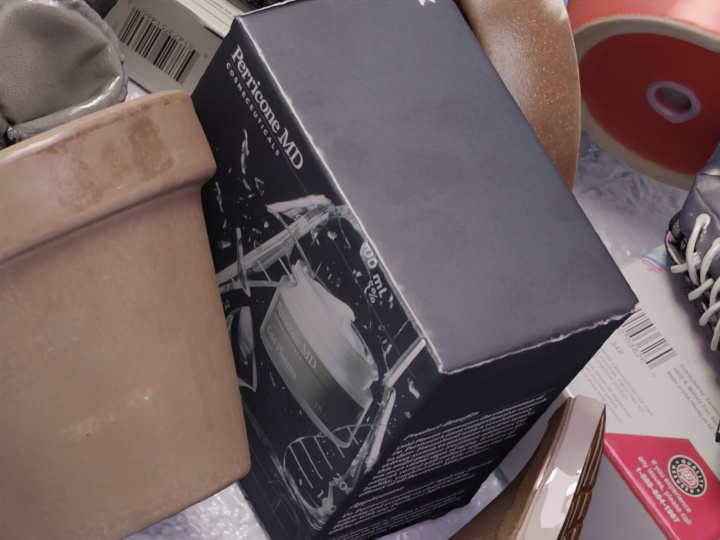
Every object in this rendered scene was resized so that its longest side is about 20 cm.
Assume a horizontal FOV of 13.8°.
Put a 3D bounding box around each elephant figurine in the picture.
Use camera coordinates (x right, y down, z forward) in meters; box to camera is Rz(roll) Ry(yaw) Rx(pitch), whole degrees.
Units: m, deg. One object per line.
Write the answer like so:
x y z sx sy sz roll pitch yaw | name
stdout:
-0.180 -0.097 1.418 0.155 0.142 0.200 2 84 11 | elephant figurine

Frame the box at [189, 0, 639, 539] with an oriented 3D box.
0.000 0.000 1.408 0.124 0.197 0.200 -17 67 -35 | box

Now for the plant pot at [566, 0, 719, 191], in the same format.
0.198 -0.150 1.578 0.200 0.200 0.177 31 61 -5 | plant pot

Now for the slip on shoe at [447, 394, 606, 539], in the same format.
0.057 0.145 1.395 0.061 0.076 0.200 21 79 14 | slip on shoe

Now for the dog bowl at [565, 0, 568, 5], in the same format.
0.071 -0.129 1.628 0.111 0.050 0.200 15 53 -18 | dog bowl

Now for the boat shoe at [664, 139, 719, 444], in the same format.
0.186 0.016 1.472 0.093 0.075 0.200 27 42 1 | boat shoe

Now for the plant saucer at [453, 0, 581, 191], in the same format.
0.042 -0.086 1.473 0.037 0.200 0.201 -5 61 -28 | plant saucer

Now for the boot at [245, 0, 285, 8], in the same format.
-0.054 -0.239 1.519 0.211 0.079 0.158 44 49 2 | boot

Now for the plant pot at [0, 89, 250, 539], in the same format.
-0.132 0.035 1.339 0.200 0.200 0.175 -25 89 -37 | plant pot

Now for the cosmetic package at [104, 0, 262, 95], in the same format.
-0.059 -0.177 1.579 0.103 0.073 0.200 36 49 0 | cosmetic package

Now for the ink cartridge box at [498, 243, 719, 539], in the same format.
0.170 0.067 1.522 0.200 0.086 0.148 -24 71 -38 | ink cartridge box
